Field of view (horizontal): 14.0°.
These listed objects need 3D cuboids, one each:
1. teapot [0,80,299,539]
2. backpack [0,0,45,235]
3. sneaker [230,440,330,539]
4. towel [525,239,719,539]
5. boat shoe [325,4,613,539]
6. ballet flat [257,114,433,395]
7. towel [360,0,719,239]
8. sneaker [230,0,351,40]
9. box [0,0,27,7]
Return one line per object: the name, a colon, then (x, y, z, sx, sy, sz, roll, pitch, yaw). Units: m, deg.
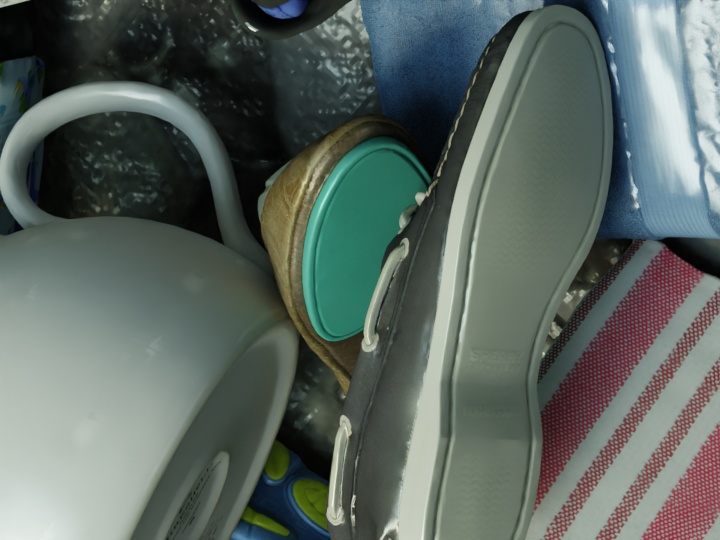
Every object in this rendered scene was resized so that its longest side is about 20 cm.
teapot: (-0.121, 0.054, 1.059, 0.146, 0.200, 0.198, 27, 119, 12)
backpack: (-0.199, -0.020, 1.156, 0.163, 0.154, 0.200, 8, 92, 25)
sneaker: (-0.012, 0.134, 1.177, 0.199, 0.071, 0.083, 36, 146, 7)
towel: (0.139, 0.095, 1.022, 0.200, 0.146, 0.030, 34, 158, 12)
boat shoe: (0.034, 0.008, 0.984, 0.060, 0.074, 0.200, 12, 94, 43)
ballet flat: (0.000, 0.000, 1.059, 0.072, 0.068, 0.200, 47, 170, 37)
towel: (0.102, -0.063, 1.012, 0.200, 0.049, 0.112, 3, 116, 28)
sneaker: (-0.041, -0.144, 0.998, 0.199, 0.115, 0.081, 12, 139, 25)
box: (-0.049, -0.196, 0.955, 0.200, 0.194, 0.048, -11, 150, 33)
